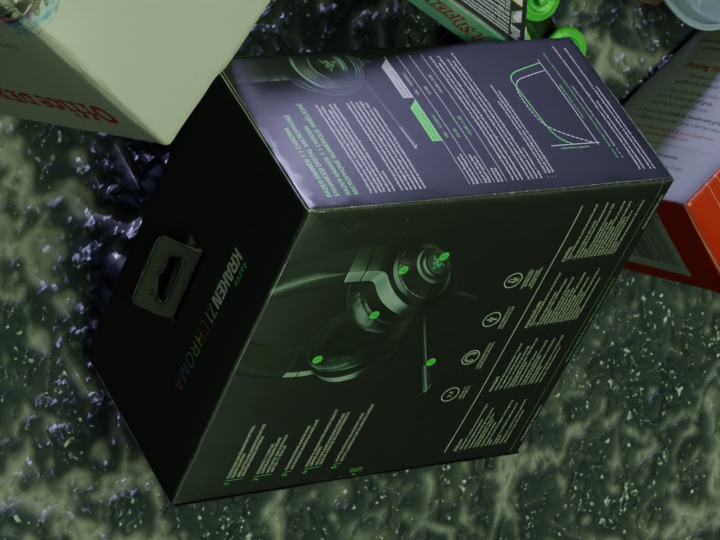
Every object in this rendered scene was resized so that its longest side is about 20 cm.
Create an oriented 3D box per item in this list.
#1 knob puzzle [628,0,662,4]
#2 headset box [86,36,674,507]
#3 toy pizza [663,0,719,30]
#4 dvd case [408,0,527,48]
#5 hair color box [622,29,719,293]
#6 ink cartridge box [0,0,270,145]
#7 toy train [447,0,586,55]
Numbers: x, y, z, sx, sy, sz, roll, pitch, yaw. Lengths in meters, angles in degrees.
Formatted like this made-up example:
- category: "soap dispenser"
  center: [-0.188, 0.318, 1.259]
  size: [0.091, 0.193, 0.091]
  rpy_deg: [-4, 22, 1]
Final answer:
- category: "knob puzzle"
  center: [0.119, -0.217, 1.346]
  size: [0.219, 0.030, 0.221]
  rpy_deg: [-25, 120, -55]
- category: "headset box"
  center: [0.000, 0.000, 1.236]
  size: [0.199, 0.093, 0.174]
  rpy_deg: [-7, 139, -34]
- category: "toy pizza"
  center: [0.166, -0.212, 1.367]
  size: [0.200, 0.032, 0.201]
  rpy_deg: [-28, 123, -53]
- category: "dvd case"
  center: [0.029, -0.207, 1.246]
  size: [0.146, 0.022, 0.201]
  rpy_deg: [29, 60, -49]
- category: "hair color box"
  center: [0.196, -0.080, 1.403]
  size: [0.200, 0.101, 0.061]
  rpy_deg: [-44, 121, -20]
- category: "ink cartridge box"
  center: [-0.134, -0.167, 1.124]
  size: [0.200, 0.147, 0.145]
  rpy_deg: [43, 74, -33]
- category: "toy train"
  center: [0.038, -0.156, 1.317]
  size: [0.056, 0.042, 0.200]
  rpy_deg: [-37, 118, -12]
